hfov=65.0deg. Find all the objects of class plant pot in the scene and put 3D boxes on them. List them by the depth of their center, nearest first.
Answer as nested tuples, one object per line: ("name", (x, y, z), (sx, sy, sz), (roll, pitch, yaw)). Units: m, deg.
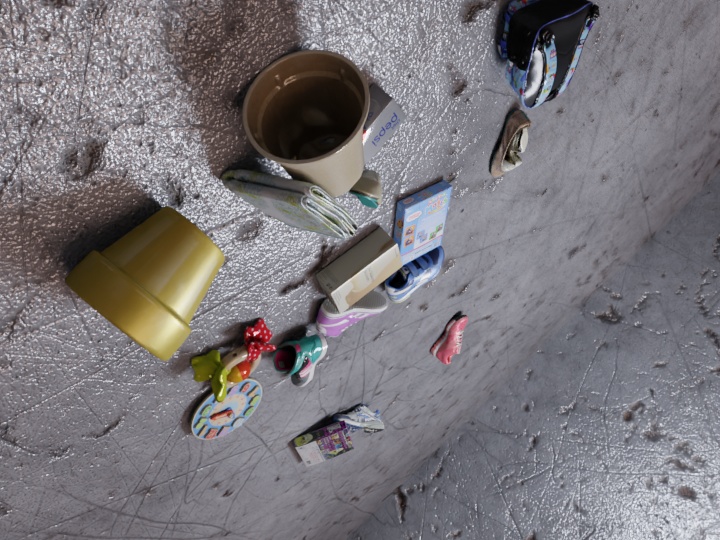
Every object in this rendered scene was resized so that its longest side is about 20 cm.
("plant pot", (-0.327, 0.009, 0.906), (0.190, 0.199, 0.201), (-52, 150, -15))
("plant pot", (-0.070, -0.218, 0.932), (0.200, 0.201, 0.184), (-39, 158, -6))

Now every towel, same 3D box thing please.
("towel", (-0.118, -0.117, 0.980), (0.171, 0.198, 0.049), (35, 74, -56))

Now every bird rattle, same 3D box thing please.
("bird rattle", (-0.283, 0.206, 1.291), (0.200, 0.112, 0.164), (-41, 162, -28))

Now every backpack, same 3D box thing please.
("backpack", (0.377, -0.454, 1.178), (0.181, 0.135, 0.201), (-30, 145, -19))

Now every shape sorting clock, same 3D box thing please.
("shape sorting clock", (-0.333, 0.350, 1.421), (0.198, 0.039, 0.202), (-29, 146, -22))

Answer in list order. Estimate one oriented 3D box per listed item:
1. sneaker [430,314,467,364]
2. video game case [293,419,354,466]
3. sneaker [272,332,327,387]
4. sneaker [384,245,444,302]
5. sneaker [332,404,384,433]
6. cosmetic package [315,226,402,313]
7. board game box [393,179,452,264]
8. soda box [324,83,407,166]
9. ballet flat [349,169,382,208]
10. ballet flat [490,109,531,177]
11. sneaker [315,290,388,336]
("sneaker", (0.332, 0.245, 1.987), (0.073, 0.087, 0.202), (-2, 130, -47))
("video game case", (-0.119, 0.580, 1.884), (0.179, 0.036, 0.201), (-19, 144, -5))
("sneaker", (-0.169, 0.239, 1.433), (0.119, 0.084, 0.201), (-6, 140, -35))
("sneaker", (0.144, 0.002, 1.512), (0.200, 0.074, 0.082), (-44, 146, 0))
("sneaker", (-0.011, 0.502, 1.931), (0.198, 0.086, 0.077), (16, 143, -32))
("cosmetic package", (0.000, 0.000, 1.350), (0.199, 0.071, 0.106), (-37, 147, -9))
("board game box", (0.151, -0.114, 1.417), (0.150, 0.037, 0.202), (-27, 145, -25))
("soda box", (-0.008, -0.244, 1.065), (0.200, 0.064, 0.068), (-48, 147, 7))
("ballet flat", (0.015, -0.168, 1.120), (0.069, 0.070, 0.200), (-44, 179, 3))
("ballet flat", (0.380, -0.302, 1.422), (0.067, 0.067, 0.202), (-25, 144, -25))
("sneaker", (-0.028, 0.114, 1.462), (0.198, 0.073, 0.115), (-6, 137, -30))
